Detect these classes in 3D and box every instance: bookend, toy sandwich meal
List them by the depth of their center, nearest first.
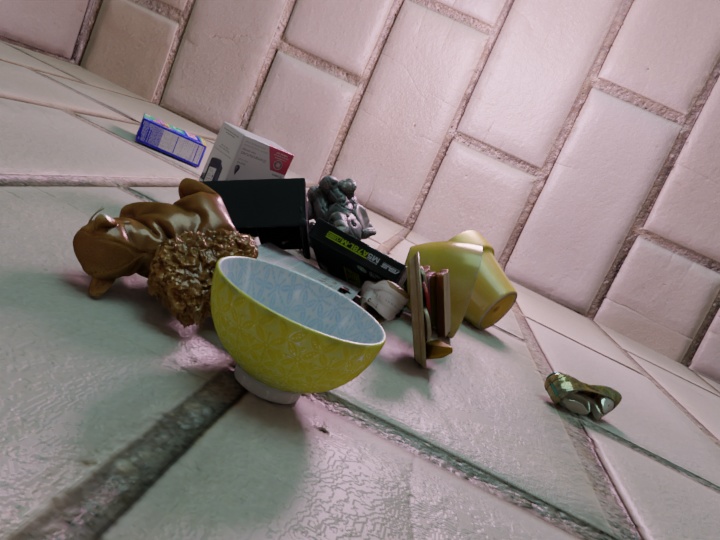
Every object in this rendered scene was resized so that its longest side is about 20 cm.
[{"bbox_3d":[0.117,0.064,1.036,0.069,0.209,0.205,-4,9,5],"label":"toy sandwich meal"},{"bbox_3d":[-0.197,-0.091,1.218,0.196,0.094,0.199,-2,-17,-4],"label":"bookend"}]

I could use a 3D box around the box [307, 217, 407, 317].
[{"bbox_3d":[0.000,0.000,1.220,0.191,0.048,0.201,27,-18,14],"label":"box"}]

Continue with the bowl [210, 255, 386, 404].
[{"bbox_3d":[-0.082,0.076,0.691,0.197,0.109,0.200,25,11,-5],"label":"bowl"}]

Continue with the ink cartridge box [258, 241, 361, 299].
[{"bbox_3d":[-0.106,0.018,1.102,0.198,0.058,0.163,31,10,4],"label":"ink cartridge box"}]

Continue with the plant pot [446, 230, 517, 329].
[{"bbox_3d":[0.282,0.036,1.589,0.189,0.202,0.200,49,21,27],"label":"plant pot"}]

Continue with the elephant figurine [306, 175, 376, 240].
[{"bbox_3d":[-0.038,-0.089,1.327,0.153,0.143,0.201,3,41,-32],"label":"elephant figurine"}]

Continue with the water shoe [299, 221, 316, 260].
[{"bbox_3d":[-0.047,-0.044,1.455,0.197,0.080,0.072,24,10,-7],"label":"water shoe"}]

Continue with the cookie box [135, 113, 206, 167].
[{"bbox_3d":[-0.578,-0.400,1.949,0.197,0.076,0.171,22,10,-23],"label":"cookie box"}]

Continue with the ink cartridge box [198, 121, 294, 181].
[{"bbox_3d":[-0.245,-0.176,1.297,0.084,0.202,0.144,35,14,36],"label":"ink cartridge box"}]

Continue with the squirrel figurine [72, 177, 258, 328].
[{"bbox_3d":[-0.231,-0.023,0.757,0.198,0.144,0.185,26,16,30],"label":"squirrel figurine"}]

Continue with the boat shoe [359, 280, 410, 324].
[{"bbox_3d":[0.027,0.063,1.137,0.070,0.070,0.200,34,-12,-5],"label":"boat shoe"}]

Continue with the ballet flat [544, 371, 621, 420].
[{"bbox_3d":[0.436,0.252,1.226,0.197,0.072,0.071,21,11,-26],"label":"ballet flat"}]

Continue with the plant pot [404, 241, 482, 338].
[{"bbox_3d":[0.154,0.021,1.320,0.140,0.203,0.200,19,10,2],"label":"plant pot"}]
